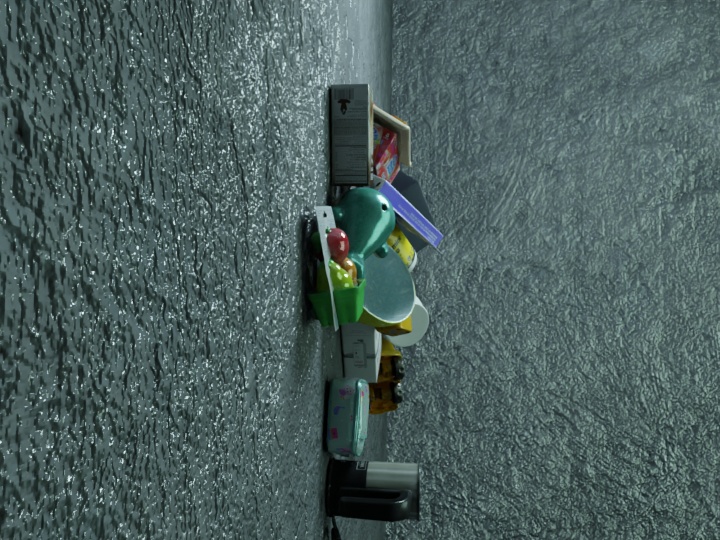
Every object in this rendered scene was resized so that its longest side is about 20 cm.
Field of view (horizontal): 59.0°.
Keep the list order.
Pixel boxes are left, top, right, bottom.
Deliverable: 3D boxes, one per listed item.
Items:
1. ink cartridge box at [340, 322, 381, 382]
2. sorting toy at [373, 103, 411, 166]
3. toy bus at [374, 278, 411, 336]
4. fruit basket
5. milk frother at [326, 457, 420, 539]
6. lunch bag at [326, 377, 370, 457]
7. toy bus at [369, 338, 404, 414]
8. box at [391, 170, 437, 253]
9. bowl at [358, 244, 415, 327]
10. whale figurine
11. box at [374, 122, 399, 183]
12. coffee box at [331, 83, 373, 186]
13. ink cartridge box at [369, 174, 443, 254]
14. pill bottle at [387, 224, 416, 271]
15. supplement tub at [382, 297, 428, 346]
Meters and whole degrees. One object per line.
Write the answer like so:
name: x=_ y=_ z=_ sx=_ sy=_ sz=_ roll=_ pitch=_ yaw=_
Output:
ink cartridge box: x=0.005 y=0.150 z=1.538 sx=0.147 sy=0.082 sz=0.201 roll=-77 pitch=166 yaw=-57
sorting toy: x=0.048 y=-0.346 z=1.531 sx=0.037 sy=0.185 sz=0.200 roll=-52 pitch=164 yaw=-9
toy bus: x=0.064 y=0.044 z=1.433 sx=0.065 sy=0.078 sz=0.201 roll=22 pitch=59 yaw=-50
fruit basket: x=-0.052 y=-0.009 z=1.080 sx=0.185 sy=0.093 sz=0.201 roll=-50 pitch=125 yaw=-82
milk frother: x=0.027 y=0.498 z=1.289 sx=0.181 sy=0.187 sz=0.201 roll=-71 pitch=161 yaw=-70
lunch bag: x=-0.023 y=0.305 z=1.315 sx=0.200 sy=0.077 sz=0.161 roll=67 pitch=24 yaw=-76
toy bus: x=0.034 y=0.263 z=1.737 sx=0.192 sy=0.135 sz=0.201 roll=-111 pitch=-163 yaw=-58
box: x=0.107 y=-0.172 z=1.770 sx=0.182 sy=0.104 sz=0.200 roll=44 pitch=-14 yaw=51
bowl: x=0.007 y=0.038 z=1.332 sx=0.108 sy=0.200 sz=0.201 roll=-36 pitch=-143 yaw=40
whale figurine: x=0.006 y=-0.077 z=1.245 sx=0.159 sy=0.104 sz=0.200 roll=38 pitch=48 yaw=-27
box: x=0.030 y=-0.267 z=1.541 sx=0.100 sy=0.095 sz=0.200 roll=-59 pitch=167 yaw=-11
coffee box: x=-0.016 y=-0.276 z=1.316 sx=0.114 sy=0.079 sz=0.201 roll=-57 pitch=148 yaw=-79
ink cartridge box: x=0.095 y=-0.134 z=1.429 sx=0.198 sy=0.043 sz=0.200 roll=40 pitch=4 yaw=-25
pill bottle: x=0.046 y=-0.074 z=1.543 sx=0.200 sy=0.112 sz=0.113 roll=52 pitch=30 yaw=-36
supplement tub: x=0.081 y=0.105 z=1.696 sx=0.200 sy=0.140 sz=0.141 roll=-140 pitch=-137 yaw=-58
